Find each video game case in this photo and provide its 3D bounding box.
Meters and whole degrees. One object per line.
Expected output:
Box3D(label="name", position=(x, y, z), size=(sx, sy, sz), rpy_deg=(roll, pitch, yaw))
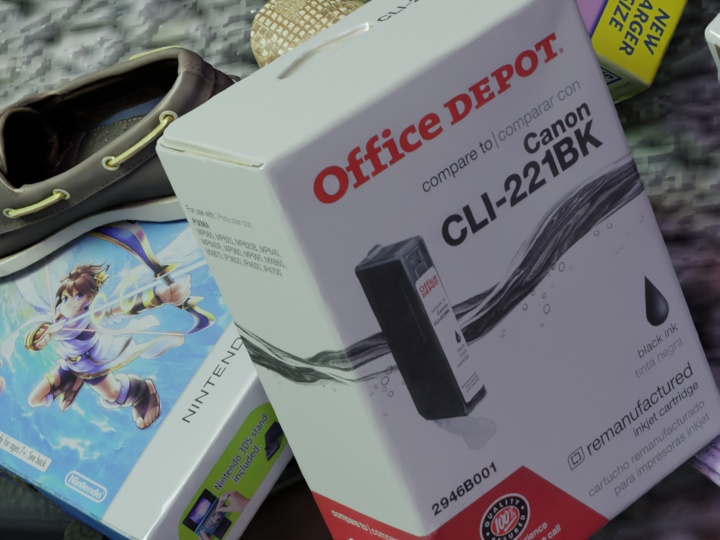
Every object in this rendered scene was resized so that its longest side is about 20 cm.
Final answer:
Box3D(label="video game case", position=(-0.088, 0.015, 0.809), size=(0.200, 0.045, 0.181), rpy_deg=(20, 70, 44))

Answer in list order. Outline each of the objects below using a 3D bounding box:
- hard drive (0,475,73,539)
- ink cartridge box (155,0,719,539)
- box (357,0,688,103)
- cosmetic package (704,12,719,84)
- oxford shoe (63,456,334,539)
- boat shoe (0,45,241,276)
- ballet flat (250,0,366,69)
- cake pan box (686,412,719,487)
Box3D(label="hard drive", position=(-0.117, 0.033, 0.898), size=(0.135, 0.042, 0.200), rpy_deg=(0, 69, 21))
Box3D(label="ink cartridge box", position=(0.034, 0.006, 0.717), size=(0.144, 0.200, 0.084), rpy_deg=(-34, 24, -24))
Box3D(label="box", position=(0.058, -0.192, 0.833), size=(0.200, 0.097, 0.176), rpy_deg=(29, 77, -14))
Box3D(label="cosmetic package", position=(0.240, -0.130, 0.793), size=(0.074, 0.102, 0.200), rpy_deg=(39, 87, 31))
Box3D(label="oxford shoe", position=(-0.018, 0.101, 0.820), size=(0.200, 0.084, 0.073), rpy_deg=(-25, 18, 1))
Box3D(label="boat shoe", position=(-0.131, -0.046, 0.812), size=(0.200, 0.060, 0.072), rpy_deg=(-12, 50, 31))
Box3D(label="ballet flat", position=(0.043, -0.060, 0.812), size=(0.200, 0.065, 0.071), rpy_deg=(35, 74, -2))
Box3D(label="cake pan box", position=(0.257, 0.058, 0.726), size=(0.200, 0.052, 0.184), rpy_deg=(37, 94, 30))
